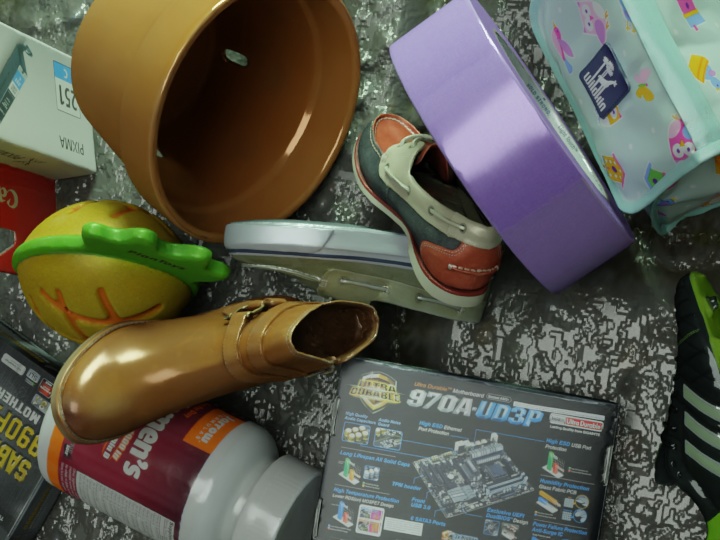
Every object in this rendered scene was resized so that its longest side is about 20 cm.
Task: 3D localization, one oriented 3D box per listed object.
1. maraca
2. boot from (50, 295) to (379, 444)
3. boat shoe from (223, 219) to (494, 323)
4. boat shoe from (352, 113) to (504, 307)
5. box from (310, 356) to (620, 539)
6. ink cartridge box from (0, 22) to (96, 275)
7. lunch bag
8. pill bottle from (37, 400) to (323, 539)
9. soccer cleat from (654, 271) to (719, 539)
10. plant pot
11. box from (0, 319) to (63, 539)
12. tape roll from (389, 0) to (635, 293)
[{"bbox_3d":[-0.179,-0.001,1.091,0.200,0.136,0.108,-17,63,55],"label":"maraca"},{"bbox_3d":[-0.097,0.059,1.004,0.154,0.199,0.074,-6,106,45],"label":"boot"},{"bbox_3d":[0.000,0.000,1.060,0.198,0.072,0.063,6,94,-4],"label":"boat shoe"},{"bbox_3d":[0.048,-0.058,1.034,0.200,0.071,0.063,-115,32,-49],"label":"boat shoe"},{"bbox_3d":[0.071,0.154,1.036,0.198,0.046,0.160,9,88,5],"label":"box"},{"bbox_3d":[-0.262,-0.089,1.113,0.044,0.200,0.178,-8,83,17],"label":"ink cartridge box"},{"bbox_3d":[0.195,-0.126,0.964,0.121,0.200,0.171,-26,78,14],"label":"lunch bag"},{"bbox_3d":[-0.129,0.148,1.093,0.199,0.109,0.110,23,92,19],"label":"pill bottle"},{"bbox_3d":[0.232,0.102,1.003,0.081,0.067,0.201,-17,80,29],"label":"soccer cleat"},{"bbox_3d":[-0.118,-0.138,1.084,0.140,0.200,0.201,29,94,35],"label":"plant pot"},{"bbox_3d":[-0.320,0.118,1.192,0.199,0.048,0.159,33,95,19],"label":"box"},{"bbox_3d":[0.102,-0.085,0.990,0.065,0.200,0.201,-34,75,11],"label":"tape roll"}]
